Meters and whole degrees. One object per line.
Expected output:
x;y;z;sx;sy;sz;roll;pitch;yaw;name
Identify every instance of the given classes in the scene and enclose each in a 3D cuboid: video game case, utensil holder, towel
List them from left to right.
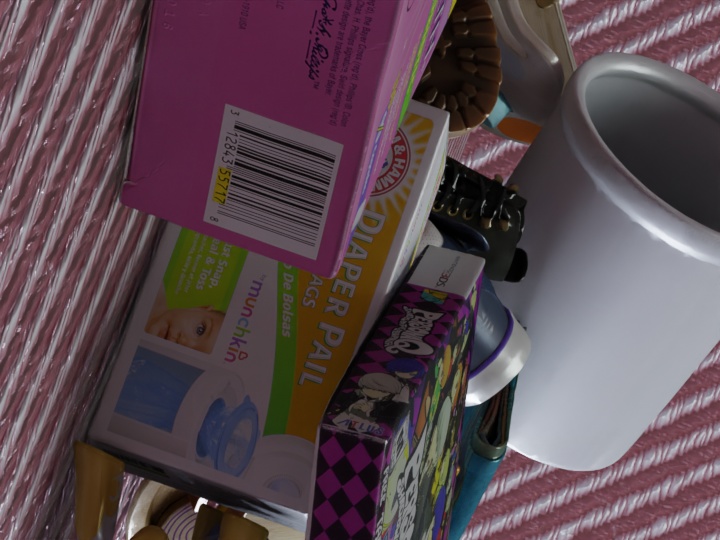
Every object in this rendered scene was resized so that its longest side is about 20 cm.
0.011;0.116;1.248;0.181;0.036;0.201;-58;157;-61;video game case
0.043;0.140;1.590;0.147;0.022;0.201;-75;-171;-61;towel
0.149;-0.002;1.660;0.200;0.169;0.170;-55;-176;31;utensil holder

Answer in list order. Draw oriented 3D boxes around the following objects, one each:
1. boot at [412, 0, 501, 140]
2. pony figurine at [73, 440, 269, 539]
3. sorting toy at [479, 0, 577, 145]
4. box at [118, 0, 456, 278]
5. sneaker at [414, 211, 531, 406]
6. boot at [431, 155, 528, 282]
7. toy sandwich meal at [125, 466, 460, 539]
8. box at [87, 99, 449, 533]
0.020;-0.158;1.376;0.107;0.075;0.201;145;-58;-76;boot
-0.105;0.200;1.246;0.193;0.166;0.201;34;77;-53;pony figurine
0.089;-0.171;1.702;0.180;0.106;0.201;148;-73;-83;sorting toy
-0.011;-0.134;1.099;0.176;0.096;0.201;105;6;-48;box
0.000;0.000;1.492;0.081;0.146;0.200;-49;-160;-13;sneaker
0.033;-0.060;1.492;0.200;0.137;0.078;91;14;-70;boot
-0.032;0.132;1.492;0.206;0.204;0.070;105;-30;-46;toy sandwich meal
-0.039;0.010;1.286;0.101;0.112;0.201;86;23;-79;box
